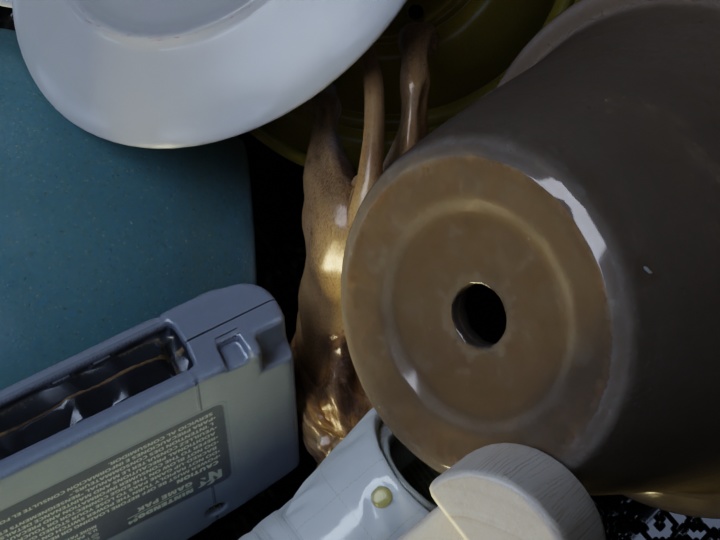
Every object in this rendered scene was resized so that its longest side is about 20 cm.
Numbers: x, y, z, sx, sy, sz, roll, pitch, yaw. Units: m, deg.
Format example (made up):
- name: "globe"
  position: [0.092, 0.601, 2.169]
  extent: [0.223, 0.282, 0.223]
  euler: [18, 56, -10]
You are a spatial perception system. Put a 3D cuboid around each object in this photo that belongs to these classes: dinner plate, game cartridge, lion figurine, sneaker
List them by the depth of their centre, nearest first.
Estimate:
- name: "sneaker"
  position: [0.007, 0.103, 0.793]
  extent: [0.115, 0.200, 0.074]
  euler: [-41, 81, 5]
- name: "dinner plate"
  position: [-0.055, -0.141, 0.813]
  extent: [0.199, 0.024, 0.201]
  euler: [-14, 60, 25]
- name: "game cartridge"
  position: [-0.117, 0.086, 0.827]
  extent: [0.199, 0.133, 0.042]
  euler: [-26, 67, -15]
- name: "lion figurine"
  position: [0.000, 0.000, 0.830]
  extent: [0.072, 0.200, 0.123]
  euler: [-1, 53, 10]

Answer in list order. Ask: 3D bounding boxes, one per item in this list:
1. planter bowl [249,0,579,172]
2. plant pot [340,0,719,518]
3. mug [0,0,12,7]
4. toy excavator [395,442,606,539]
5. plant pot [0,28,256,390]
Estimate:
- name: "planter bowl"
  position: [0.011, -0.134, 0.857]
  extent: [0.199, 0.083, 0.201]
  euler: [0, 91, 8]
- name: "plant pot"
  position: [0.086, 0.001, 0.738]
  extent: [0.200, 0.174, 0.201]
  euler: [10, 106, 37]
- name: "mug"
  position: [-0.155, -0.216, 0.997]
  extent: [0.200, 0.147, 0.176]
  euler: [-54, 34, 42]
- name: "toy excavator"
  position: [-0.002, 0.167, 0.684]
  extent: [0.194, 0.100, 0.201]
  euler: [-13, 96, 26]
- name: "plant pot"
  position: [-0.112, -0.005, 0.900]
  extent: [0.134, 0.200, 0.201]
  euler: [-3, 73, -5]
